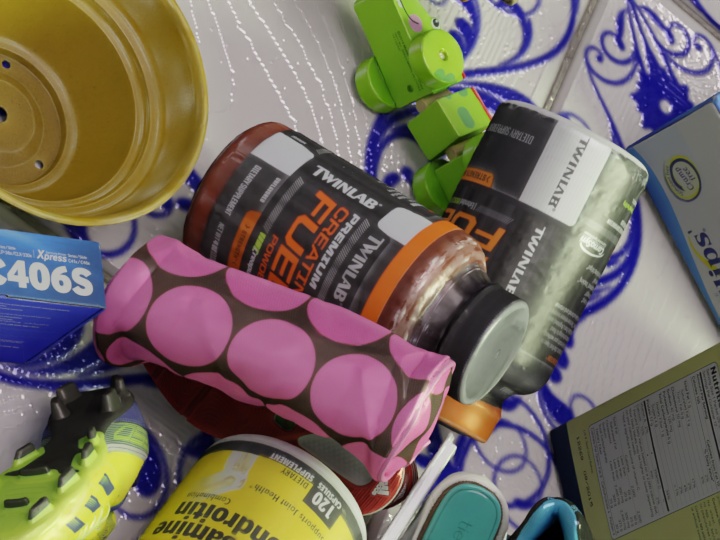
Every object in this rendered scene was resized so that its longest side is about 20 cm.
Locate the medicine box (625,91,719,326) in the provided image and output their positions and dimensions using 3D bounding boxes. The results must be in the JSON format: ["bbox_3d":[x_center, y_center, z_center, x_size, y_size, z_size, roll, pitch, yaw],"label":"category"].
[{"bbox_3d":[0.316,-0.051,2.036,0.200,0.103,0.182,-25,85,-42],"label":"medicine box"}]

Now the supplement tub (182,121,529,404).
[{"bbox_3d":[0.000,0.000,1.720,0.200,0.107,0.107,31,45,21],"label":"supplement tub"}]

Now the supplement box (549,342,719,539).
[{"bbox_3d":[0.267,0.130,1.849,0.200,0.200,0.134,0,69,-36],"label":"supplement box"}]

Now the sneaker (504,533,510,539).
[{"bbox_3d":[0.101,0.254,1.727,0.108,0.070,0.200,9,65,4],"label":"sneaker"}]

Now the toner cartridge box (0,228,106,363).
[{"bbox_3d":[-0.249,0.008,1.595,0.200,0.095,0.043,8,64,-34],"label":"toner cartridge box"}]

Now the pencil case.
[{"bbox_3d":[-0.048,0.052,1.640,0.200,0.094,0.091,24,47,15],"label":"pencil case"}]

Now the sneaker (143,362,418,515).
[{"bbox_3d":[-0.049,0.080,1.739,0.200,0.078,0.116,43,2,16],"label":"sneaker"}]

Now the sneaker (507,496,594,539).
[{"bbox_3d":[0.082,0.221,1.659,0.073,0.082,0.200,14,69,9],"label":"sneaker"}]

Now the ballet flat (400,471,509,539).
[{"bbox_3d":[0.023,0.208,1.707,0.069,0.069,0.200,31,87,-21],"label":"ballet flat"}]

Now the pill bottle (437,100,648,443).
[{"bbox_3d":[0.090,0.004,1.803,0.106,0.106,0.200,28,86,-23],"label":"pill bottle"}]

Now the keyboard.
[{"bbox_3d":[-0.001,0.181,1.687,0.011,0.056,0.200,34,69,2],"label":"keyboard"}]

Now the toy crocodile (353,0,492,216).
[{"bbox_3d":[0.056,-0.100,1.891,0.062,0.067,0.200,-26,88,-46],"label":"toy crocodile"}]

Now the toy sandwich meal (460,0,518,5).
[{"bbox_3d":[0.020,-0.233,1.876,0.205,0.205,0.070,44,81,-11],"label":"toy sandwich meal"}]

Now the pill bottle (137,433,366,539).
[{"bbox_3d":[-0.087,0.193,1.616,0.112,0.112,0.200,45,49,-11],"label":"pill bottle"}]

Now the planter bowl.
[{"bbox_3d":[-0.194,-0.105,1.696,0.200,0.083,0.201,16,61,-31],"label":"planter bowl"}]

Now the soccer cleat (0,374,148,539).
[{"bbox_3d":[-0.156,0.125,1.585,0.200,0.065,0.084,-61,140,-68],"label":"soccer cleat"}]
